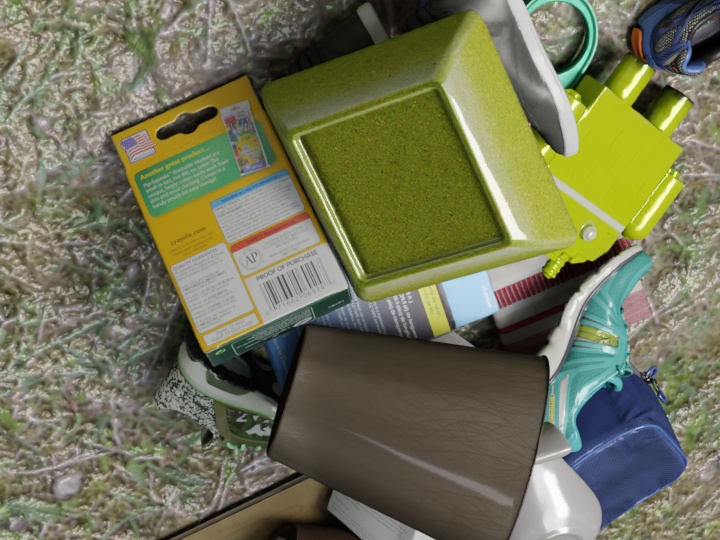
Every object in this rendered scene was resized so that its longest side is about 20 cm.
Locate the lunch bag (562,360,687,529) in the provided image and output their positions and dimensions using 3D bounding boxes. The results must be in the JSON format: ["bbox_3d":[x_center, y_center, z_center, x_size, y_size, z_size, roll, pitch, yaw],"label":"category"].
[{"bbox_3d":[0.200,0.155,1.515,0.200,0.133,0.136,-34,141,7],"label":"lunch bag"}]

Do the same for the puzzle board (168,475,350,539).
[{"bbox_3d":[-0.089,0.278,1.560,0.199,0.017,0.151,-25,124,-3],"label":"puzzle board"}]

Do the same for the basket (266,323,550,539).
[{"bbox_3d":[0.034,0.126,1.308,0.199,0.136,0.181,16,71,-4],"label":"basket"}]

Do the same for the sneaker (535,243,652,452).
[{"bbox_3d":[0.209,0.070,1.441,0.200,0.079,0.078,-59,164,-7],"label":"sneaker"}]

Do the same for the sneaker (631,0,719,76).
[{"bbox_3d":[0.330,-0.228,1.374,0.200,0.078,0.075,-39,124,6],"label":"sneaker"}]

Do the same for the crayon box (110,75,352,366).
[{"bbox_3d":[-0.104,-0.041,1.303,0.125,0.200,0.052,-24,164,-3],"label":"crayon box"}]

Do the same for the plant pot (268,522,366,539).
[{"bbox_3d":[-0.003,0.322,1.517,0.200,0.187,0.187,32,106,-16],"label":"plant pot"}]

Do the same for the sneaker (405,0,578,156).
[{"bbox_3d":[0.100,-0.151,1.269,0.099,0.071,0.200,-30,129,5],"label":"sneaker"}]

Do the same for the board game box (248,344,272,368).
[{"bbox_3d":[-0.039,0.043,1.440,0.200,0.023,0.105,-33,121,1],"label":"board game box"}]

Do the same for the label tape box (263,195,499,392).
[{"bbox_3d":[0.000,0.000,1.376,0.199,0.066,0.144,-21,105,-4],"label":"label tape box"}]

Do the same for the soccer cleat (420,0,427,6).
[{"bbox_3d":[0.078,-0.179,1.319,0.066,0.077,0.201,-8,120,-14],"label":"soccer cleat"}]

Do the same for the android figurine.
[{"bbox_3d":[0.203,-0.085,1.400,0.182,0.041,0.200,32,96,-40],"label":"android figurine"}]

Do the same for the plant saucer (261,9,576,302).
[{"bbox_3d":[0.036,-0.072,1.230,0.199,0.048,0.200,-16,110,29],"label":"plant saucer"}]

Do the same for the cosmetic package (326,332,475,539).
[{"bbox_3d":[0.055,0.160,1.473,0.081,0.113,0.201,-7,126,-46],"label":"cosmetic package"}]

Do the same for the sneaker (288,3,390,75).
[{"bbox_3d":[0.012,-0.104,1.302,0.099,0.071,0.200,-28,87,8],"label":"sneaker"}]

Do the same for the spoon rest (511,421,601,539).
[{"bbox_3d":[0.162,0.196,1.409,0.099,0.061,0.200,-15,138,-4],"label":"spoon rest"}]

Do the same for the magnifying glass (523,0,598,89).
[{"bbox_3d":[0.156,-0.145,1.386,0.079,0.022,0.201,0,114,-16],"label":"magnifying glass"}]

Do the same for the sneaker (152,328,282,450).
[{"bbox_3d":[-0.100,0.129,1.424,0.200,0.077,0.089,37,116,-26],"label":"sneaker"}]

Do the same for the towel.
[{"bbox_3d":[0.178,-0.011,1.482,0.144,0.023,0.200,-23,121,-2],"label":"towel"}]
